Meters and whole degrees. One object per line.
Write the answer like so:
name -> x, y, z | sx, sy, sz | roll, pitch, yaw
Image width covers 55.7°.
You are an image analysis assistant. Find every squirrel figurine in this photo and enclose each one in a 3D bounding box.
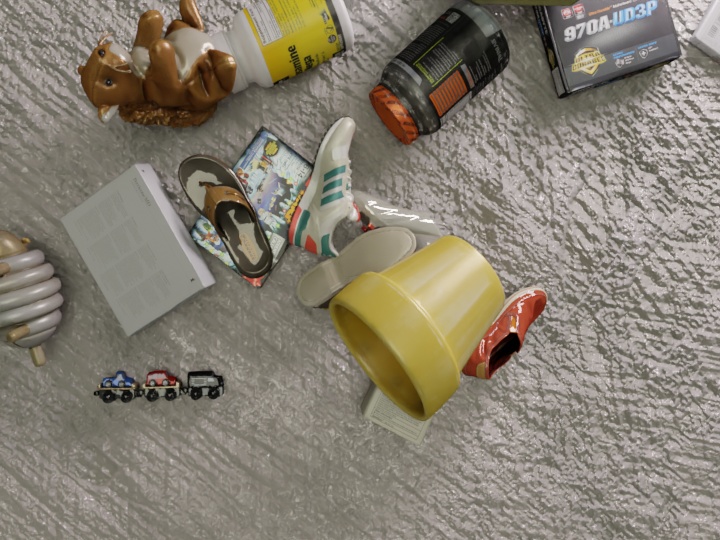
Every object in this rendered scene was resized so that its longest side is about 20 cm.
squirrel figurine -> -0.290, -0.256, 0.946 | 0.184, 0.201, 0.143 | -27, 77, -25

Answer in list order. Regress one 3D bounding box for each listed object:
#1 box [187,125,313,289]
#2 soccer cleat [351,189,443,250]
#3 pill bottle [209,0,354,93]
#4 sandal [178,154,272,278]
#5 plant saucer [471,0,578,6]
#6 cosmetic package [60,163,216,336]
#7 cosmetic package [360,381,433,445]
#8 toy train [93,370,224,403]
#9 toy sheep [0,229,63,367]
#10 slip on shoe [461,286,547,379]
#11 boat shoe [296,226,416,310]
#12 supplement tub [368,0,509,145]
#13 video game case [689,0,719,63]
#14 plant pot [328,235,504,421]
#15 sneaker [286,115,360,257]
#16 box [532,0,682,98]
box -> -0.151, -0.095, 1.037 | 0.136, 0.040, 0.202 | 35, 88, -5
soccer cleat -> 0.063, -0.070, 1.042 | 0.198, 0.069, 0.079 | 36, 83, -10
pill bottle -> -0.116, -0.341, 1.000 | 0.196, 0.112, 0.115 | -26, 92, -2
sandal -> -0.194, -0.080, 0.986 | 0.080, 0.055, 0.204 | -28, 92, -3
plant saucer -> 0.237, -0.429, 0.989 | 0.194, 0.202, 0.049 | 5, 127, 10
cosmetic package -> -0.326, -0.030, 1.004 | 0.149, 0.052, 0.203 | -29, 93, 15
cosmetic package -> 0.086, 0.146, 1.039 | 0.102, 0.073, 0.204 | 27, 89, -3
toy train -> -0.305, 0.174, 1.034 | 0.194, 0.034, 0.047 | -2, 87, -4
toy sheep -> -0.491, 0.042, 0.972 | 0.134, 0.138, 0.206 | -9, 102, -3
slip on shoe -> 0.224, 0.096, 1.024 | 0.198, 0.061, 0.076 | -36, 131, -29
boat shoe -> 0.000, 0.000, 1.012 | 0.197, 0.059, 0.073 | -29, 65, 15
supplement tub -> 0.114, -0.290, 1.010 | 0.199, 0.123, 0.123 | -41, 93, -3
video game case -> 0.652, -0.406, 1.095 | 0.180, 0.023, 0.203 | 32, 88, -4
plant pot -> 0.086, 0.061, 0.917 | 0.188, 0.200, 0.202 | -40, 93, -17
sneaker -> -0.032, -0.116, 0.985 | 0.091, 0.070, 0.204 | 23, 93, 6
box -> 0.383, -0.378, 1.064 | 0.195, 0.046, 0.163 | -17, 92, -3
